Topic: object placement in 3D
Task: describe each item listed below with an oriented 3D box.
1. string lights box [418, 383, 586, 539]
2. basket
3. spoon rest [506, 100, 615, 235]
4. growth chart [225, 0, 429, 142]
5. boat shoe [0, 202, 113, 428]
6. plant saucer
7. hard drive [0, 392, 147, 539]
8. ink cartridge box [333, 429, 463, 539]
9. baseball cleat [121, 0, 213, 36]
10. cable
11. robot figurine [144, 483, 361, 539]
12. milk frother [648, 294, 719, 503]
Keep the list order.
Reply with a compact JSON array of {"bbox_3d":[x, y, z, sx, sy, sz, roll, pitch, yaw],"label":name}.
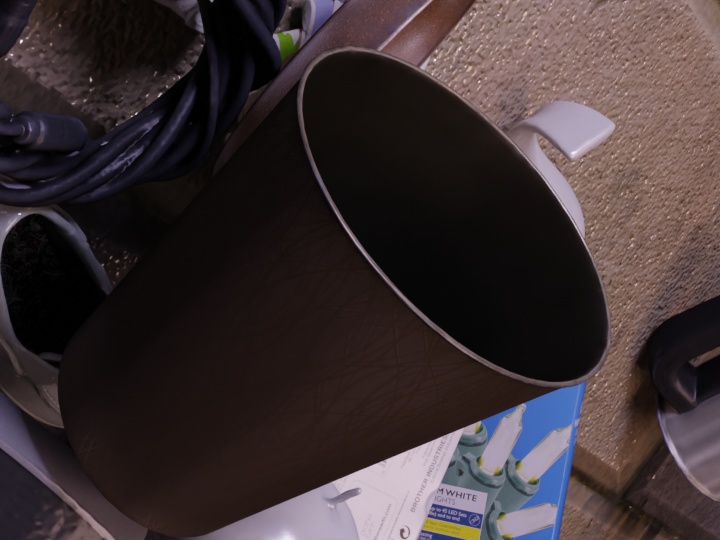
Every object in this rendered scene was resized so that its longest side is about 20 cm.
[{"bbox_3d":[0.085,0.112,1.092,0.059,0.102,0.202,2,97,-78],"label":"string lights box"},{"bbox_3d":[-0.025,0.025,0.732,0.180,0.137,0.199,32,131,-31],"label":"basket"},{"bbox_3d":[0.114,-0.042,1.112,0.099,0.061,0.201,-34,156,-25],"label":"spoon rest"},{"bbox_3d":[-0.017,-0.087,0.928,0.144,0.018,0.201,0,121,-50],"label":"growth chart"},{"bbox_3d":[-0.150,0.025,0.818,0.070,0.071,0.202,-40,145,-18],"label":"boat shoe"},{"bbox_3d":[-0.006,-0.093,0.824,0.200,0.032,0.200,-47,178,-3],"label":"plant saucer"},{"bbox_3d":[-0.203,0.109,0.761,0.200,0.042,0.135,40,88,-20],"label":"hard drive"},{"bbox_3d":[-0.039,0.094,0.976,0.199,0.042,0.120,30,80,-31],"label":"ink cartridge box"},{"bbox_3d":[-0.031,-0.165,0.805,0.199,0.070,0.107,-13,137,-32],"label":"baseball cleat"},{"bbox_3d":[-0.102,-0.090,0.700,0.163,0.051,0.201,-39,153,-23],"label":"cable"},{"bbox_3d":[-0.073,0.173,0.892,0.201,0.169,0.113,-61,174,17],"label":"robot figurine"},{"bbox_3d":[0.343,0.056,1.416,0.187,0.181,0.200,-31,-166,34],"label":"milk frother"}]
